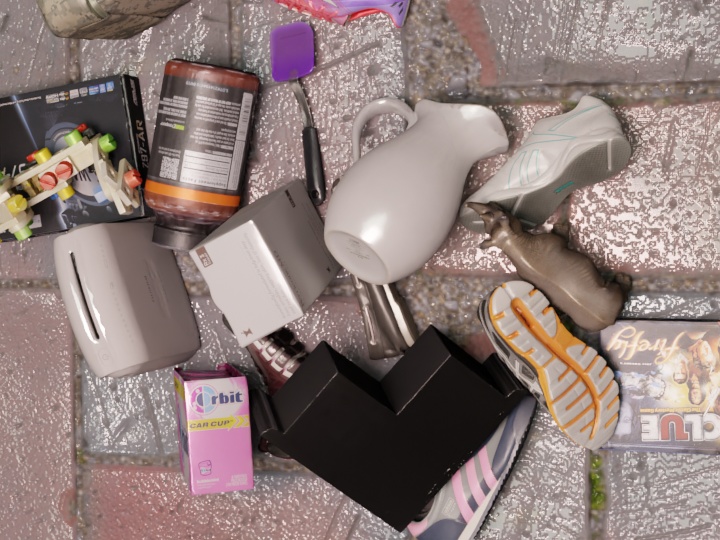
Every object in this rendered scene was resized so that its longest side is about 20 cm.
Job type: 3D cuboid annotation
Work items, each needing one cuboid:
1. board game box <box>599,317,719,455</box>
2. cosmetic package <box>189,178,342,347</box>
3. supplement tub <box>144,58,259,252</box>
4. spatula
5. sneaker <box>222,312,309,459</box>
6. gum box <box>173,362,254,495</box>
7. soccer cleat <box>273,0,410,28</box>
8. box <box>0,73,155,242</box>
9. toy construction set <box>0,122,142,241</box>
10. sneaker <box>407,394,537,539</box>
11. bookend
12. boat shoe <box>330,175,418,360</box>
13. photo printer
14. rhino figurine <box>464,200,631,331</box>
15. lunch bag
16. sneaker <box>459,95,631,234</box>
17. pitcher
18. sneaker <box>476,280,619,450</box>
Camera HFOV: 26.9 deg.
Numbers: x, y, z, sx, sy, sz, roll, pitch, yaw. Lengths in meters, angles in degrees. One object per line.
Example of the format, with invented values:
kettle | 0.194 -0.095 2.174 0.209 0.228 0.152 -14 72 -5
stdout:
board game box | 0.343 0.117 1.525 0.198 0.035 0.137 0 92 15
cosmetic package | -0.092 -0.012 1.545 0.081 0.200 0.113 -26 100 16
supplement tub | -0.175 -0.122 1.622 0.106 0.107 0.202 12 96 14
spatula | -0.061 -0.170 1.631 0.056 0.021 0.202 -10 92 28
sneaker | -0.095 0.135 1.628 0.200 0.076 0.116 41 105 10
gum box | -0.157 0.162 1.587 0.066 0.200 0.115 -4 91 -10
soccer cleat | -0.044 -0.296 1.601 0.198 0.068 0.074 2 97 13
box | -0.337 -0.125 1.698 0.198 0.044 0.162 -8 90 15
toy construction set | -0.326 -0.093 1.605 0.198 0.131 0.093 -13 109 10
sneaker | 0.114 0.207 1.574 0.082 0.070 0.201 29 98 10
bookend | 0.025 0.127 1.530 0.200 0.092 0.199 37 100 -25
boat shoe | 0.000 0.000 1.599 0.057 0.067 0.201 -23 90 10
photo printer | -0.251 0.029 1.600 0.069 0.200 0.168 -19 86 15
rhino figurine | 0.186 -0.011 1.510 0.199 0.088 0.060 36 118 -9
lunch bag | -0.243 -0.335 1.587 0.167 0.200 0.140 -20 90 19
sneaker | 0.186 -0.105 1.550 0.200 0.070 0.081 -31 50 25
pitcher | 0.032 -0.092 1.537 0.171 0.122 0.200 19 60 34
sneaker | 0.189 0.094 1.516 0.078 0.077 0.201 -37 99 -19
